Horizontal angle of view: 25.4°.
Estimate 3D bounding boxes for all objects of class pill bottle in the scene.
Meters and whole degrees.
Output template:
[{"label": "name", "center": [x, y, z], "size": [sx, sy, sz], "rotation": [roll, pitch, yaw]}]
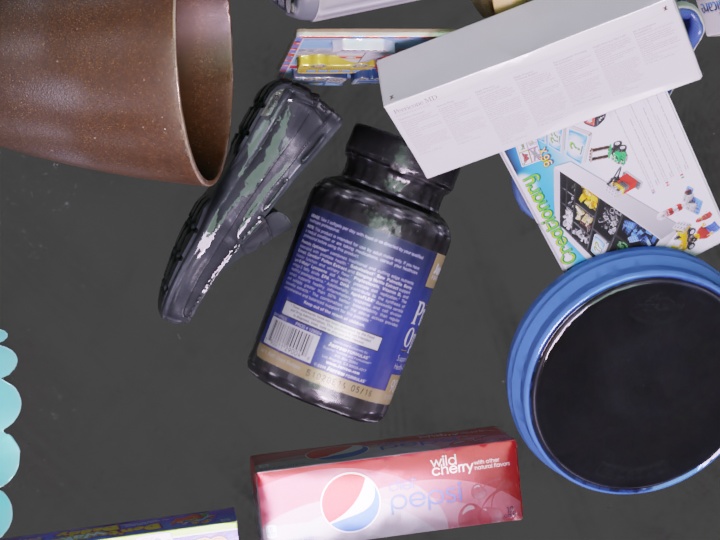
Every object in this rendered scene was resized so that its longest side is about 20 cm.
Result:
[{"label": "pill bottle", "center": [0.000, 0.000, 1.173], "size": [0.111, 0.112, 0.201], "rotation": [21, 92, -9]}]

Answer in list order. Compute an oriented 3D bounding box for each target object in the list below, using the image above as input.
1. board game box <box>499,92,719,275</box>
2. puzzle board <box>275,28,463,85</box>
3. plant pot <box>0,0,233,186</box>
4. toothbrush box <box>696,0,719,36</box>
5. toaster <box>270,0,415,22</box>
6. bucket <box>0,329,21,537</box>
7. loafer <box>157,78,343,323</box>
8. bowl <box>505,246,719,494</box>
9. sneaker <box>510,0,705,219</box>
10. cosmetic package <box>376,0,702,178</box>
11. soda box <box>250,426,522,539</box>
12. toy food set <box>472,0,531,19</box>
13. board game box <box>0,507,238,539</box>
[{"label": "board game box", "center": [0.182, -0.071, 1.175], "size": [0.126, 0.035, 0.200], "rotation": [-27, 128, 7]}, {"label": "puzzle board", "center": [0.045, -0.151, 1.147], "size": [0.199, 0.151, 0.018], "rotation": [-1, 87, -8]}, {"label": "plant pot", "center": [-0.204, -0.151, 1.110], "size": [0.199, 0.187, 0.188], "rotation": [0, 95, 6]}, {"label": "toothbrush box", "center": [0.312, -0.296, 1.206], "size": [0.146, 0.085, 0.201], "rotation": [-21, 97, -7]}, {"label": "toaster", "center": [-0.013, -0.248, 1.125], "size": [0.129, 0.200, 0.114], "rotation": [-10, 114, -18]}, {"label": "bucket", "center": [-0.321, 0.131, 1.096], "size": [0.134, 0.207, 0.208], "rotation": [3, 94, 1]}, {"label": "loafer", "center": [-0.083, -0.044, 1.179], "size": [0.070, 0.068, 0.201], "rotation": [30, 93, -16]}, {"label": "bowl", "center": [0.212, 0.081, 1.219], "size": [0.200, 0.039, 0.202], "rotation": [-4, 113, -9]}, {"label": "sneaker", "center": [0.183, -0.126, 1.202], "size": [0.075, 0.088, 0.201], "rotation": [32, 91, -11]}, {"label": "cosmetic package", "center": [0.118, -0.136, 1.066], "size": [0.199, 0.051, 0.083], "rotation": [-19, 142, 14]}, {"label": "soda box", "center": [0.018, 0.164, 1.211], "size": [0.199, 0.070, 0.064], "rotation": [-7, 95, -7]}, {"label": "toy food set", "center": [0.110, -0.267, 1.129], "size": [0.048, 0.200, 0.199], "rotation": [2, 96, 19]}, {"label": "board game box", "center": [-0.186, 0.262, 1.202], "size": [0.199, 0.045, 0.135], "rotation": [-7, 96, -7]}]
